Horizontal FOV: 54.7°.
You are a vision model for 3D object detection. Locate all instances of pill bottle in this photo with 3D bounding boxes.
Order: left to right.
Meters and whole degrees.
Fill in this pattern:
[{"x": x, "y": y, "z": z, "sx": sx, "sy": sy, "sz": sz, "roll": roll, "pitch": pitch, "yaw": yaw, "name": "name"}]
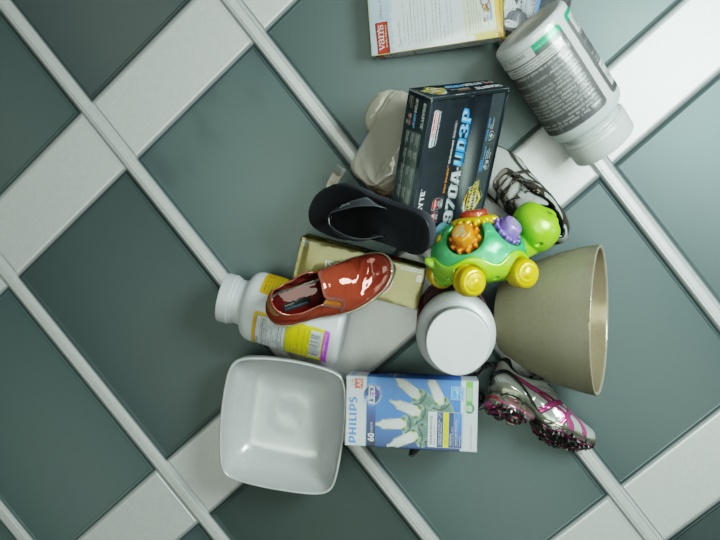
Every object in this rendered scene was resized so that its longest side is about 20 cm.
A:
[{"x": -0.116, "y": 0.066, "z": 1.055, "sx": 0.194, "sy": 0.104, "sz": 0.107, "roll": 15, "pitch": 98, "yaw": 4, "name": "pill bottle"}, {"x": 0.133, "y": 0.079, "z": 0.983, "sx": 0.109, "sy": 0.200, "sz": 0.117, "roll": 1, "pitch": 96, "yaw": 5, "name": "pill bottle"}, {"x": 0.285, "y": -0.253, "z": 0.961, "sx": 0.112, "sy": 0.113, "sz": 0.201, "roll": -38, "pitch": 105, "yaw": 8, "name": "pill bottle"}]

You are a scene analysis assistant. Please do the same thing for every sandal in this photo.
[{"x": 0.006, "y": -0.069, "z": 0.925, "sx": 0.196, "sy": 0.043, "sz": 0.078, "roll": 12, "pitch": 116, "yaw": 33, "name": "sandal"}]

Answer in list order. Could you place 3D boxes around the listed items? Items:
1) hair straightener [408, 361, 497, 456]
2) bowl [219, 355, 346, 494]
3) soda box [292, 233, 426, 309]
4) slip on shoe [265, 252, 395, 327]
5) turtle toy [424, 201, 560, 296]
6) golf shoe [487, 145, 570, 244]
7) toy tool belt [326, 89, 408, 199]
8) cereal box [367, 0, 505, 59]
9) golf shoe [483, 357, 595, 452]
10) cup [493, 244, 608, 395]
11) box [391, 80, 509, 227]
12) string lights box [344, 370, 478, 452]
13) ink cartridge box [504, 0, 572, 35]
[{"x": 0.146, "y": 0.221, "z": 1.085, "sx": 0.200, "sy": 0.041, "sz": 0.077, "roll": -44, "pitch": 91, "yaw": 4, "name": "hair straightener"}, {"x": -0.117, "y": 0.231, "z": 1.090, "sx": 0.193, "sy": 0.075, "sz": 0.207, "roll": 8, "pitch": 98, "yaw": 4, "name": "bowl"}, {"x": 0.000, "y": 0.000, "z": 1.054, "sx": 0.194, "sy": 0.068, "sz": 0.066, "roll": 14, "pitch": 98, "yaw": 4, "name": "soda box"}, {"x": -0.042, "y": 0.025, "z": 0.981, "sx": 0.195, "sy": 0.061, "sz": 0.076, "roll": -18, "pitch": 74, "yaw": -5, "name": "slip on shoe"}, {"x": 0.175, "y": -0.032, "z": 0.923, "sx": 0.194, "sy": 0.145, "sz": 0.104, "roll": -9, "pitch": 97, "yaw": -13, "name": "turtle toy"}, {"x": 0.229, "y": -0.116, "z": 1.006, "sx": 0.199, "sy": 0.094, "sz": 0.078, "roll": 40, "pitch": 100, "yaw": 2, "name": "golf shoe"}, {"x": 0.048, "y": -0.152, "z": 1.008, "sx": 0.124, "sy": 0.122, "sz": 0.203, "roll": 38, "pitch": 105, "yaw": 27, "name": "toy tool belt"}, {"x": 0.105, "y": -0.392, "z": 0.998, "sx": 0.194, "sy": 0.039, "sz": 0.149, "roll": -2, "pitch": 96, "yaw": 18, "name": "cereal box"}, {"x": 0.279, "y": 0.204, "z": 1.047, "sx": 0.197, "sy": 0.072, "sz": 0.094, "roll": 30, "pitch": 61, "yaw": -15, "name": "golf shoe"}, {"x": 0.270, "y": 0.068, "z": 0.989, "sx": 0.139, "sy": 0.199, "sz": 0.207, "roll": 0, "pitch": 97, "yaw": 27, "name": "cup"}, {"x": 0.118, "y": -0.147, "z": 0.943, "sx": 0.046, "sy": 0.156, "sz": 0.205, "roll": 33, "pitch": 127, "yaw": 39, "name": "box"}, {"x": 0.076, "y": 0.209, "z": 1.039, "sx": 0.193, "sy": 0.059, "sz": 0.106, "roll": 1, "pitch": 89, "yaw": 6, "name": "string lights box"}, {"x": 0.264, "y": -0.436, "z": 0.994, "sx": 0.096, "sy": 0.039, "sz": 0.206, "roll": 12, "pitch": 97, "yaw": 5, "name": "ink cartridge box"}]
